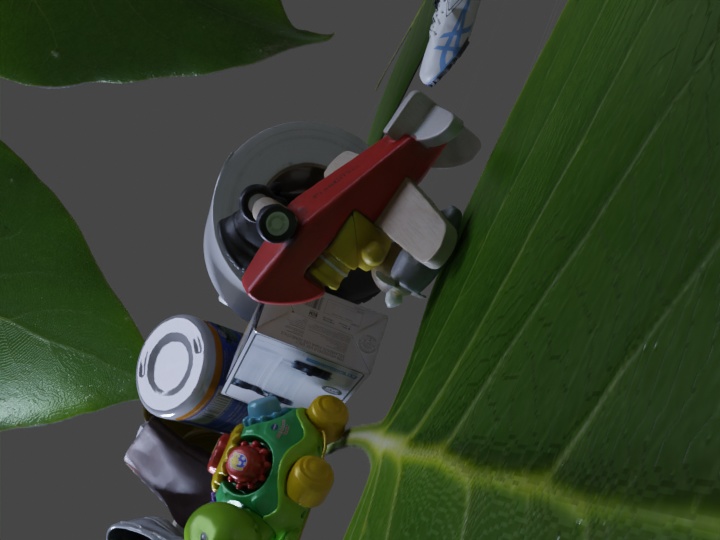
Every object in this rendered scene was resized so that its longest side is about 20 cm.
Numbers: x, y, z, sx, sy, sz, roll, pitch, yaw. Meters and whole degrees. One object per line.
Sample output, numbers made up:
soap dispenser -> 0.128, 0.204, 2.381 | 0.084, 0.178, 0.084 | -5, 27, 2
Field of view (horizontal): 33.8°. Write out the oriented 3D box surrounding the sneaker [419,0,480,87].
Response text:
sneaker -> 0.109, -0.314, 1.384 | 0.072, 0.072, 0.201 | -94, 26, -75

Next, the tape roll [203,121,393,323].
tape roll -> -0.064, -0.042, 1.265 | 0.139, 0.202, 0.204 | 133, 160, -73

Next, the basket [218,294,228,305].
basket -> -0.086, -0.045, 1.723 | 0.198, 0.160, 0.201 | -78, 11, -64

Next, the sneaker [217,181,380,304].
sneaker -> -0.032, -0.026, 1.098 | 0.091, 0.199, 0.076 | -43, 52, 29

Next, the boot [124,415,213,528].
boot -> -0.161, 0.214, 1.222 | 0.072, 0.166, 0.200 | -47, 0, -40

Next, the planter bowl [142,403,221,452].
planter bowl -> -0.192, 0.218, 1.580 | 0.201, 0.199, 0.084 | -76, -4, -59

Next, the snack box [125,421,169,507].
snack box -> -0.209, 0.276, 1.463 | 0.024, 0.200, 0.072 | -23, -33, -51

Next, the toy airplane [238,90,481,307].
toy airplane -> 0.018, -0.047, 0.950 | 0.198, 0.142, 0.200 | -14, 30, 34

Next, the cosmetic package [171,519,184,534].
cosmetic package -> -0.186, 0.358, 1.328 | 0.071, 0.105, 0.201 | 128, 163, -65

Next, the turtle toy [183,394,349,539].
turtle toy -> -0.088, 0.192, 1.029 | 0.200, 0.101, 0.146 | -74, 8, -53

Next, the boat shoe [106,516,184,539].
boat shoe -> -0.201, 0.301, 1.219 | 0.200, 0.068, 0.072 | 25, 104, 52

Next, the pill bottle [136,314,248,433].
pill bottle -> -0.138, 0.125, 1.298 | 0.112, 0.200, 0.113 | -14, 66, 34

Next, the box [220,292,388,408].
box -> -0.058, 0.084, 1.133 | 0.200, 0.116, 0.060 | 127, 163, -63
